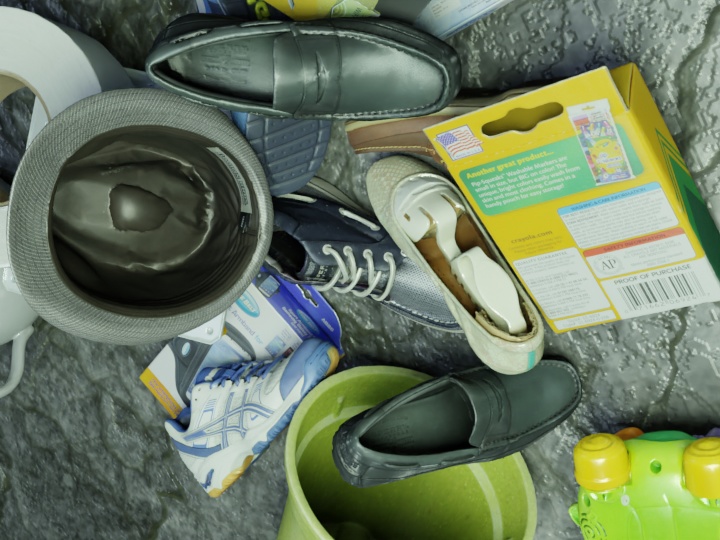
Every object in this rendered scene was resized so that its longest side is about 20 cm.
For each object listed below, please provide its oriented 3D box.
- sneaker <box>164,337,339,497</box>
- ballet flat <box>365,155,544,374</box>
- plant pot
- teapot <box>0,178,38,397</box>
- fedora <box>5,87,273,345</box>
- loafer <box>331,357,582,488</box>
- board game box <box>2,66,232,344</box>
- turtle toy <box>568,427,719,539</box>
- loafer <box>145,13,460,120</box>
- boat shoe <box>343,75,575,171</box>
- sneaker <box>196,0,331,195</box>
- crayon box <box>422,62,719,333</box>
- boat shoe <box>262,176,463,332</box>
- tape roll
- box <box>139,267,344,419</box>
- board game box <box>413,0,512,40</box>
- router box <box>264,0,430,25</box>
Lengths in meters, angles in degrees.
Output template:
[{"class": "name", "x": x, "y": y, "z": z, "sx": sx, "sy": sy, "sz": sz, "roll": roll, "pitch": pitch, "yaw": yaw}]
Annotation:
[{"class": "sneaker", "x": -0.099, "y": 0.108, "z": 0.875, "sx": 0.088, "sy": 0.075, "sz": 0.200, "roll": 47, "pitch": 123, "yaw": 6}, {"class": "ballet flat", "x": 0.072, "y": -0.017, "z": 0.764, "sx": 0.200, "sy": 0.067, "sz": 0.062, "roll": 54, "pitch": 167, "yaw": 19}, {"class": "plant pot", "x": 0.012, "y": 0.212, "z": 0.844, "sx": 0.200, "sy": 0.200, "sz": 0.185, "roll": 37, "pitch": 133, "yaw": 13}, {"class": "teapot", "x": -0.406, "y": 0.003, "z": 1.014, "sx": 0.199, "sy": 0.146, "sz": 0.198, "roll": 14, "pitch": 114, "yaw": 23}, {"class": "fedora", "x": -0.163, "y": -0.042, "z": 0.751, "sx": 0.090, "sy": 0.199, "sz": 0.178, "roll": 20, "pitch": 110, "yaw": 54}, {"class": "loafer", "x": 0.077, "y": 0.106, "z": 0.758, "sx": 0.070, "sy": 0.200, "sz": 0.068, "roll": 123, "pitch": 130, "yaw": -65}, {"class": "board game box", "x": -0.184, "y": -0.060, "z": 0.865, "sx": 0.199, "sy": 0.026, "sz": 0.201, "roll": 13, "pitch": 95, "yaw": 13}, {"class": "turtle toy", "x": 0.243, "y": 0.169, "z": 0.734, "sx": 0.199, "sy": 0.101, "sz": 0.147, "roll": -3, "pitch": 107, "yaw": 30}, {"class": "loafer", "x": -0.037, "y": -0.124, "z": 0.670, "sx": 0.199, "sy": 0.070, "sz": 0.068, "roll": 7, "pitch": 119, "yaw": 11}, {"class": "boat shoe", "x": 0.080, "y": -0.094, "z": 0.750, "sx": 0.199, "sy": 0.072, "sz": 0.068, "roll": -2, "pitch": 105, "yaw": 27}, {"class": "sneaker", "x": -0.076, "y": -0.156, "z": 0.790, "sx": 0.082, "sy": 0.074, "sz": 0.201, "roll": 30, "pitch": 135, "yaw": 57}, {"class": "crayon box", "x": 0.145, "y": -0.051, "z": 0.690, "sx": 0.125, "sy": 0.052, "sz": 0.200, "roll": -15, "pitch": 129, "yaw": 32}, {"class": "boat shoe", "x": 0.000, "y": 0.000, "z": 0.814, "sx": 0.199, "sy": 0.093, "sz": 0.075, "roll": 28, "pitch": 121, "yaw": 19}, {"class": "tape roll", "x": -0.274, "y": -0.101, "z": 0.836, "sx": 0.201, "sy": 0.071, "sz": 0.204, "roll": 1, "pitch": 92, "yaw": 13}, {"class": "box", "x": -0.103, "y": 0.078, "z": 0.933, "sx": 0.119, "sy": 0.041, "sz": 0.200, "roll": 48, "pitch": 125, "yaw": 7}, {"class": "board game box", "x": 0.019, "y": -0.256, "z": 0.744, "sx": 0.199, "sy": 0.041, "sz": 0.200, "roll": -23, "pitch": 95, "yaw": 33}, {"class": "router box", "x": -0.002, "y": -0.238, "z": 0.644, "sx": 0.157, "sy": 0.052, "sz": 0.200, "roll": 30, "pitch": 139, "yaw": -11}]
